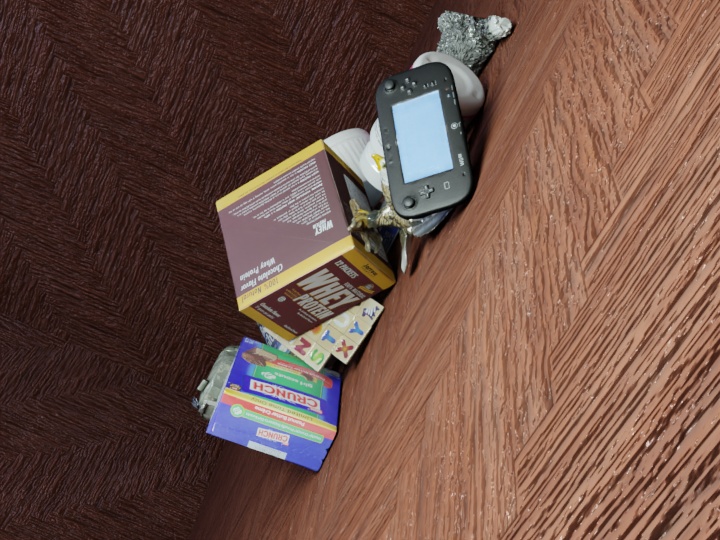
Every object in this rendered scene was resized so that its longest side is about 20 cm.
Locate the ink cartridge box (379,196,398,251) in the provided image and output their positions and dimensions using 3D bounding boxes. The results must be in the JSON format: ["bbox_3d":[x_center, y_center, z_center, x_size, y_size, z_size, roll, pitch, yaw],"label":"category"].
[{"bbox_3d":[0.079,-0.152,1.594,0.200,0.043,0.197,-70,6,-49],"label":"ink cartridge box"}]

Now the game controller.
[{"bbox_3d":[0.077,-0.159,1.145,0.104,0.042,0.201,-20,65,26],"label":"game controller"}]

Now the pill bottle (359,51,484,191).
[{"bbox_3d":[0.083,-0.207,1.362,0.200,0.113,0.114,-52,14,44],"label":"pill bottle"}]

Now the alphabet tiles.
[{"bbox_3d":[-0.060,0.052,1.421,0.167,0.200,0.006,-56,-37,-2],"label":"alphabet tiles"}]

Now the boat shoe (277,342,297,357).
[{"bbox_3d":[-0.043,0.088,1.533,0.200,0.072,0.072,-44,-11,-18],"label":"boat shoe"}]

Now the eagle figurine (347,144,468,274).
[{"bbox_3d":[0.072,-0.108,1.236,0.199,0.151,0.152,-31,59,12],"label":"eagle figurine"}]

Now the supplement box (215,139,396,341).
[{"bbox_3d":[-0.084,-0.042,1.392,0.197,0.133,0.201,-28,56,16],"label":"supplement box"}]

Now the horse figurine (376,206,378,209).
[{"bbox_3d":[0.000,0.000,1.655,0.133,0.050,0.201,112,180,-46],"label":"horse figurine"}]

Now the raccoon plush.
[{"bbox_3d":[0.151,-0.316,1.420,0.200,0.096,0.135,-110,37,-81],"label":"raccoon plush"}]

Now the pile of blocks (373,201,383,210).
[{"bbox_3d":[0.000,-0.077,1.797,0.200,0.082,0.063,-21,58,60],"label":"pile of blocks"}]

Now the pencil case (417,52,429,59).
[{"bbox_3d":[0.105,-0.293,1.657,0.091,0.094,0.200,-45,-11,-51],"label":"pencil case"}]

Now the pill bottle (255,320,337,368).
[{"bbox_3d":[-0.124,0.082,1.630,0.201,0.111,0.111,59,141,26],"label":"pill bottle"}]

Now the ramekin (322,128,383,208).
[{"bbox_3d":[-0.040,-0.144,1.641,0.202,0.094,0.203,-34,-16,-12],"label":"ramekin"}]

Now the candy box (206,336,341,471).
[{"bbox_3d":[-0.120,0.191,1.378,0.200,0.168,0.077,-86,18,-71],"label":"candy box"}]

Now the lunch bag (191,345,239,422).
[{"bbox_3d":[-0.181,0.225,1.626,0.168,0.199,0.140,-158,92,-85],"label":"lunch bag"}]
